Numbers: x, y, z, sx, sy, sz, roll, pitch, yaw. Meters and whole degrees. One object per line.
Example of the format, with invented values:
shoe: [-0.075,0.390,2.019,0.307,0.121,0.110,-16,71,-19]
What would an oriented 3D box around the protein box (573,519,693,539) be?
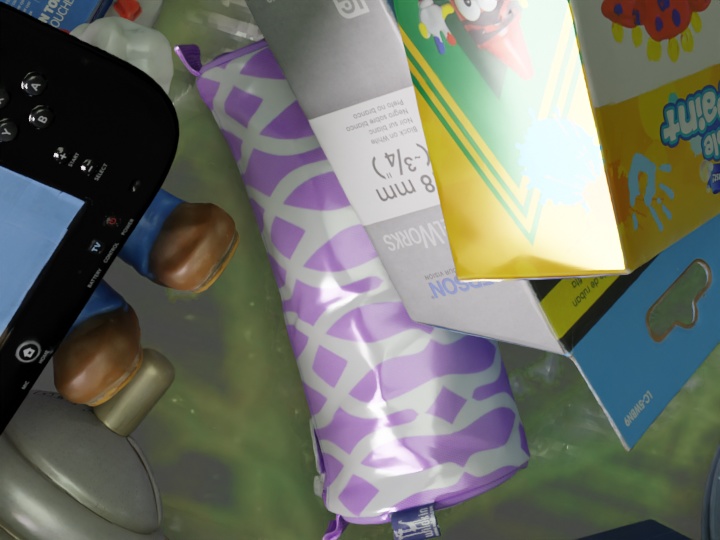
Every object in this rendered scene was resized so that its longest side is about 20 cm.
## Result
protein box: [0.046,0.184,0.866,0.198,0.200,0.135,-14,91,-5]

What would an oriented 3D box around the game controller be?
game controller: [-0.142,0.007,0.774,0.104,0.042,0.200,27,109,-23]

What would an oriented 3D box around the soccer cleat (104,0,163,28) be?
soccer cleat: [-0.166,-0.073,0.922,0.200,0.078,0.069,-28,79,-24]

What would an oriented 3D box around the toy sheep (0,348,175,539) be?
toy sheep: [-0.128,0.112,0.889,0.138,0.138,0.200,39,92,-3]

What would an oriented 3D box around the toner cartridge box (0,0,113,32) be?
toner cartridge box: [-0.109,-0.163,0.902,0.095,0.043,0.200,28,67,-3]

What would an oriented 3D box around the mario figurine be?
mario figurine: [-0.137,-0.040,0.804,0.200,0.106,0.124,39,54,-19]

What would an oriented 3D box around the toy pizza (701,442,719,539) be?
toy pizza: [0.226,0.089,0.917,0.200,0.032,0.200,-14,51,18]

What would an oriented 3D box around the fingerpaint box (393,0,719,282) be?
fingerpaint box: [0.094,-0.106,0.829,0.073,0.200,0.167,-3,108,39]

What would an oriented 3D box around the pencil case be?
pencil case: [0.000,0.000,0.927,0.085,0.084,0.200,-15,89,19]

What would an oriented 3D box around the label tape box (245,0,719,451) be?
label tape box: [0.059,-0.048,0.894,0.144,0.063,0.200,-42,109,-46]
